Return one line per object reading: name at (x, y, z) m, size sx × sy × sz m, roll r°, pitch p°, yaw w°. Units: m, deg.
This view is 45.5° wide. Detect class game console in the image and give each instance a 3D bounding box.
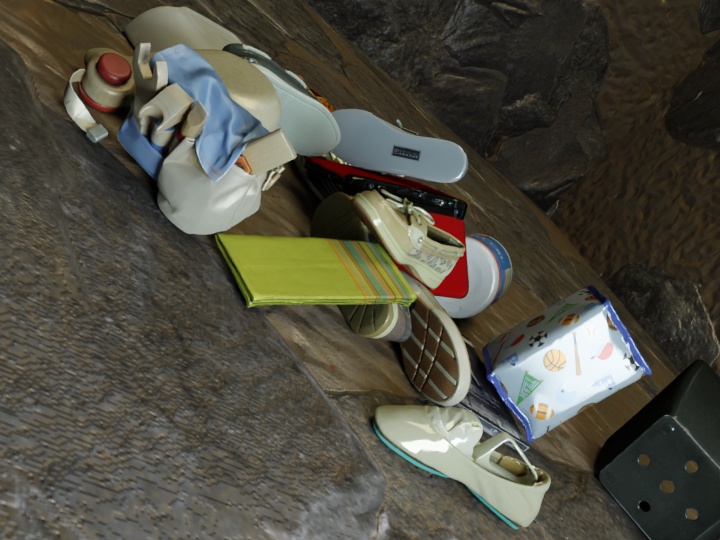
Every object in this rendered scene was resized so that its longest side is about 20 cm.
game console at (0.033, -0.055, 1.095) m, size 0.198 × 0.120 × 0.172 m, roll 9°, pitch 13°, yaw -38°

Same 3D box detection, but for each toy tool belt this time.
toy tool belt at (-0.148, -0.138, 0.738) m, size 0.200 × 0.123 × 0.125 m, roll 45°, pitch 42°, yaw 0°

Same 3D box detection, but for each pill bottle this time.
pill bottle at (0.159, 0.003, 1.243) m, size 0.112 × 0.112 × 0.200 m, roll 47°, pitch 15°, yaw 9°

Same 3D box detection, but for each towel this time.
towel at (-0.038, 0.001, 0.808) m, size 0.199 × 0.018 × 0.086 m, roll 1°, pitch 42°, yaw -42°

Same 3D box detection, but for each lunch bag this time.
lunch bag at (0.243, 0.104, 1.057) m, size 0.125 × 0.169 × 0.200 m, roll 59°, pitch 7°, yaw -7°

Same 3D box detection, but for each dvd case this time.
dvd case at (0.112, 0.115, 1.013) m, size 0.148 × 0.016 × 0.201 m, roll 34°, pitch 19°, yaw -33°

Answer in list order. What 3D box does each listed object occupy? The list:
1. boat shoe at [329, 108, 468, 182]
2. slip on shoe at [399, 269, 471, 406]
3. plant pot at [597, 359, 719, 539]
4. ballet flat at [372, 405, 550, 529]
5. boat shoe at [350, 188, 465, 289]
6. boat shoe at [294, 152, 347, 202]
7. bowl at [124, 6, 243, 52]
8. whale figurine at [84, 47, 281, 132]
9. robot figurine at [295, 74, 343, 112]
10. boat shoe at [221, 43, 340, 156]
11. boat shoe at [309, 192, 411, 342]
boat shoe at (0.046, -0.159, 1.120) m, size 0.197 × 0.075 × 0.068 m, roll 12°, pitch 2°, yaw 10°
slip on shoe at (0.073, 0.069, 0.927) m, size 0.060 × 0.076 × 0.200 m, roll 19°, pitch 20°, yaw -36°
plant pot at (0.434, 0.266, 1.152) m, size 0.200 × 0.200 × 0.177 m, roll 51°, pitch 28°, yaw 22°
ballet flat at (0.099, 0.161, 0.770) m, size 0.199 × 0.069 × 0.070 m, roll 37°, pitch 17°, yaw -26°
boat shoe at (0.053, -0.043, 0.911) m, size 0.073 × 0.063 × 0.200 m, roll 52°, pitch 8°, yaw 28°
boat shoe at (-0.053, -0.149, 1.170) m, size 0.201 × 0.072 × 0.062 m, roll 52°, pitch 25°, yaw 19°
bowl at (-0.181, -0.253, 1.102) m, size 0.200 × 0.075 × 0.200 m, roll 51°, pitch 15°, yaw 18°
whale figurine at (-0.182, -0.165, 0.874) m, size 0.198 × 0.104 × 0.160 m, roll 5°, pitch 39°, yaw -28°
robot figurine at (-0.073, -0.258, 1.414) m, size 0.199 × 0.058 × 0.145 m, roll 25°, pitch 24°, yaw -53°
boat shoe at (-0.093, -0.204, 1.029) m, size 0.200 × 0.075 × 0.061 m, roll 38°, pitch 24°, yaw -55°
boat shoe at (0.001, 0.000, 0.936) m, size 0.066 × 0.072 × 0.202 m, roll 36°, pitch 22°, yaw -45°
